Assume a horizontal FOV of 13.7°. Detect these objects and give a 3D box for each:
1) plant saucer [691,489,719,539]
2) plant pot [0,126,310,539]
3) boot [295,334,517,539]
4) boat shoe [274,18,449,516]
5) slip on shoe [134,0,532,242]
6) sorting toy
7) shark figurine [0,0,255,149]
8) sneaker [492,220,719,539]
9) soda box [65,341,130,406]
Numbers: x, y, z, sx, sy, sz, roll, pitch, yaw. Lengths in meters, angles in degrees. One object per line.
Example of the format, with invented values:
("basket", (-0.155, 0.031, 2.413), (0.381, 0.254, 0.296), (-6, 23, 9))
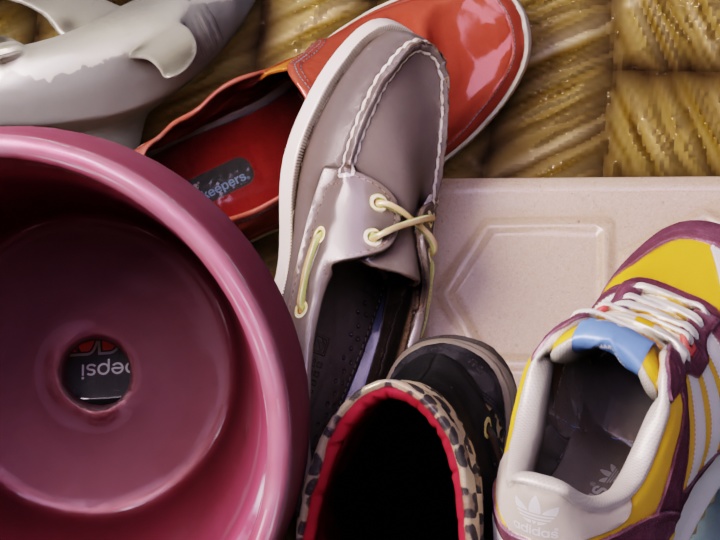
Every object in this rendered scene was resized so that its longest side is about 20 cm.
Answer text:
("plant saucer", (0.183, 0.073, 1.109), (0.200, 0.027, 0.201), (-12, 60, 22))
("plant pot", (-0.112, 0.044, 1.075), (0.199, 0.179, 0.201), (1, 96, 5))
("boot", (0.019, 0.125, 1.078), (0.073, 0.151, 0.201), (6, 91, 10))
("boat shoe", (0.000, 0.000, 1.177), (0.059, 0.072, 0.200), (13, 84, 50))
("slip on shoe", (-0.014, -0.062, 1.227), (0.200, 0.061, 0.074), (-27, 82, -15))
("sorting toy", (0.102, 0.050, 1.192), (0.199, 0.036, 0.186), (-2, 66, 11))
("shark figurine", (-0.138, -0.066, 1.251), (0.214, 0.090, 0.128), (-12, 31, -7))
("sneaker", (0.103, 0.038, 1.067), (0.075, 0.090, 0.200), (10, 47, 18))
("soda box", (-0.161, 0.037, 1.212), (0.199, 0.063, 0.071), (-4, 66, 5))
